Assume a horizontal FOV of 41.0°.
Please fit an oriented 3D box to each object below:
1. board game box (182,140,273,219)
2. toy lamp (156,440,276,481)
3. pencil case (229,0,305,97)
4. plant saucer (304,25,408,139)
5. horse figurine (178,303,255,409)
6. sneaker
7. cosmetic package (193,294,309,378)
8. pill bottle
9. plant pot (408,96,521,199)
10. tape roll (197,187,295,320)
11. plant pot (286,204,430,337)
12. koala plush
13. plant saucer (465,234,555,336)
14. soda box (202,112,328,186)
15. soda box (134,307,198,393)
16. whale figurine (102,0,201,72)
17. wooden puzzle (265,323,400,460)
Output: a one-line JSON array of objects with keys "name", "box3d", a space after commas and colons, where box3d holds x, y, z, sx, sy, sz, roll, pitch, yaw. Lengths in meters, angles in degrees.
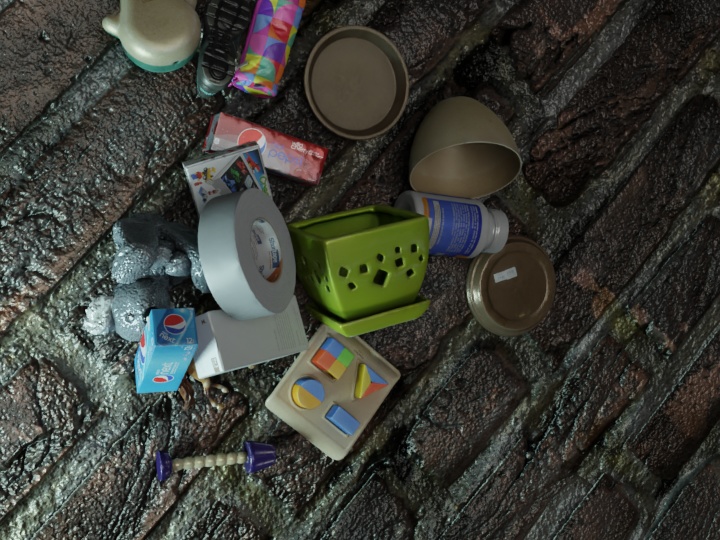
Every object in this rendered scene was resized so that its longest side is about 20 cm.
[{"name": "board game box", "box3d": [-0.207, -0.103, 1.601, 0.126, 0.035, 0.200, -18, 117, -13]}, {"name": "toy lamp", "box3d": [-0.244, 0.323, 1.637, 0.200, 0.058, 0.058, -1, 93, -20]}, {"name": "pencil case", "box3d": [-0.155, -0.389, 1.621, 0.088, 0.088, 0.200, 20, 83, -22]}, {"name": "plant saucer", "box3d": [-0.009, -0.331, 1.705, 0.200, 0.029, 0.200, -1, 94, -23]}, {"name": "horse figurine", "box3d": [-0.243, 0.146, 1.631, 0.200, 0.050, 0.133, -47, 116, -17]}, {"name": "sneaker", "box3d": [-0.238, -0.376, 1.596, 0.075, 0.079, 0.200, 19, 65, -17]}, {"name": "cosmetic package", "box3d": [-0.185, 0.107, 1.589, 0.200, 0.074, 0.102, -9, 81, -47]}, {"name": "pill bottle", "box3d": [0.164, -0.080, 1.753, 0.200, 0.112, 0.112, 6, 90, -24]}, {"name": "plant pot", "box3d": [0.178, -0.231, 1.726, 0.200, 0.200, 0.135, 4, 63, -23]}, {"name": "tape roll", "box3d": [-0.174, -0.025, 1.510, 0.066, 0.200, 0.200, -13, 100, 21]}, {"name": "plant pot", "box3d": [0.000, 0.000, 1.650, 0.200, 0.199, 0.182, -15, 105, -22]}, {"name": "koala plush", "box3d": [-0.342, 0.026, 1.543, 0.177, 0.184, 0.200, 7, 111, -34]}, {"name": "plant saucer", "box3d": [0.297, 0.030, 1.860, 0.200, 0.029, 0.200, -1, 94, -22]}, {"name": "soda box", "box3d": [-0.161, -0.205, 1.638, 0.200, 0.063, 0.070, 17, 87, -23]}, {"name": "soda box", "box3d": [-0.309, 0.129, 1.519, 0.068, 0.200, 0.064, -1, 63, -22]}, {"name": "whale figurine", "box3d": [-0.339, -0.409, 1.549, 0.159, 0.104, 0.200, -26, 78, -18]}, {"name": "wooden puzzle", "box3d": [-0.042, 0.214, 1.719, 0.185, 0.046, 0.200, 42, 78, -19]}]
